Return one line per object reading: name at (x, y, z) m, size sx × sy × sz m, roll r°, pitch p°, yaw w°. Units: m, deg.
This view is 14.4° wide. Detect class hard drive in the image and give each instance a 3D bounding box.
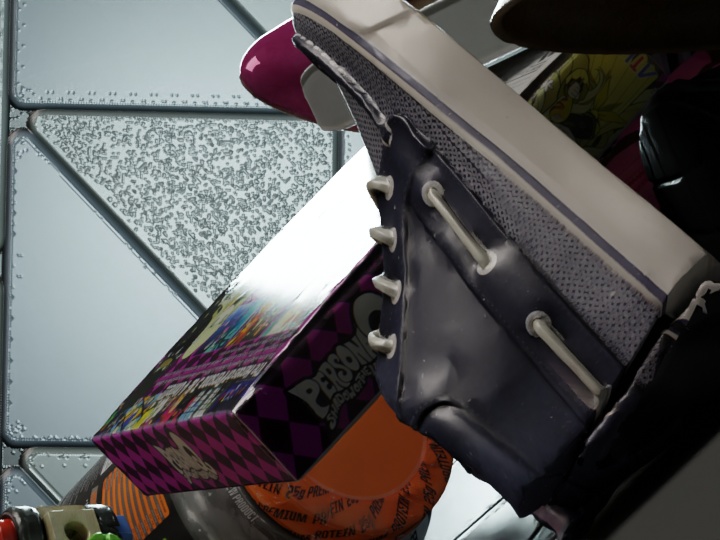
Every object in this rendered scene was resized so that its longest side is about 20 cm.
hard drive at (0.085, -0.105, 1.005) m, size 0.131 × 0.026 × 0.200 m, roll -23°, pitch 3°, yaw 39°

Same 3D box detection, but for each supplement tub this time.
supplement tub at (-0.049, 0.103, 1.183) m, size 0.123 × 0.123 × 0.200 m, roll -44°, pitch 0°, yaw -40°

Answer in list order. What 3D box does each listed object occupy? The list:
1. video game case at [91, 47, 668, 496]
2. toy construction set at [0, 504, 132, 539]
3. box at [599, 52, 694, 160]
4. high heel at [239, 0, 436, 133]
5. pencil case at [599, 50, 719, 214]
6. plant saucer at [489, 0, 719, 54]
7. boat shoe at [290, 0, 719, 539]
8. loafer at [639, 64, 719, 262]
video game case at (0.000, 0.000, 0.965) m, size 0.181 × 0.036 × 0.200 m, roll -46°, pitch 9°, yaw -17°
toy construction set at (-0.111, 0.169, 1.112) m, size 0.092 × 0.132 × 0.200 m, roll 13°, pitch -45°, yaw -41°
box at (0.146, -0.086, 1.178) m, size 0.199 × 0.050 × 0.199 m, roll -27°, pitch -6°, yaw 0°
high heel at (0.044, -0.113, 1.123) m, size 0.199 × 0.067 × 0.096 m, roll -9°, pitch -41°, yaw -33°
pencil case at (0.099, -0.018, 0.976) m, size 0.200 × 0.091 × 0.094 m, roll -46°, pitch -35°, yaw -3°
plant saucer at (0.133, -0.098, 0.802) m, size 0.199 × 0.036 × 0.200 m, roll -7°, pitch -6°, yaw -1°
boat shoe at (0.023, -0.008, 0.824) m, size 0.093 × 0.200 × 0.075 m, roll -50°, pitch -39°, yaw 3°
loafer at (0.141, -0.042, 0.843) m, size 0.072 × 0.073 × 0.200 m, roll -28°, pitch 2°, yaw -16°
